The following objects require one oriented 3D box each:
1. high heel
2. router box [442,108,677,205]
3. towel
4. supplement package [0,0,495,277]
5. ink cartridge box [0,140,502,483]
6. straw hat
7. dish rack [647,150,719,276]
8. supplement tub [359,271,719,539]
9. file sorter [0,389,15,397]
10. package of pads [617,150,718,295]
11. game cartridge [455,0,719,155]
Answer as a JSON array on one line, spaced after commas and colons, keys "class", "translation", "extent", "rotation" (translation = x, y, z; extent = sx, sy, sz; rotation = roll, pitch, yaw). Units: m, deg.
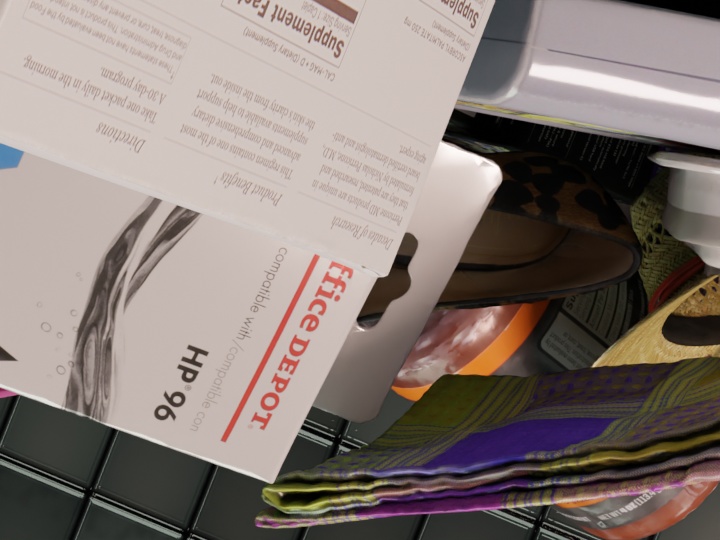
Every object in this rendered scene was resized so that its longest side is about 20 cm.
[{"class": "high heel", "translation": [0.000, 0.000, 0.895], "extent": [0.142, 0.072, 0.200], "rotation": [20, -145, 35]}, {"class": "router box", "translation": [0.017, -0.087, 1.052], "extent": [0.200, 0.051, 0.149], "rotation": [20, 180, 44]}, {"class": "towel", "translation": [0.077, 0.049, 0.842], "extent": [0.200, 0.023, 0.144], "rotation": [-10, -171, 36]}, {"class": "supplement package", "translation": [-0.076, -0.087, 0.550], "extent": [0.155, 0.111, 0.200], "rotation": [22, 180, 24]}, {"class": "ink cartridge box", "translation": [-0.060, -0.010, 0.809], "extent": [0.200, 0.116, 0.068], "rotation": [20, -157, -16]}, {"class": "straw hat", "translation": [0.156, -0.008, 1.001], "extent": [0.201, 0.201, 0.085], "rotation": [20, -138, -56]}, {"class": "dish rack", "translation": [0.175, -0.005, 0.800], "extent": [0.171, 0.044, 0.200], "rotation": [9, -176, 5]}, {"class": "supplement tub", "translation": [0.068, 0.027, 1.070], "extent": [0.200, 0.107, 0.107], "rotation": [37, 173, -30]}, {"class": "file sorter", "translation": [-0.157, -0.055, 1.116], "extent": [0.139, 0.126, 0.200], "rotation": [-9, -131, -34]}, {"class": "package of pads", "translation": [0.139, -0.029, 1.190], "extent": [0.120, 0.076, 0.200], "rotation": [23, -179, 15]}, {"class": "game cartridge", "translation": [0.069, -0.059, 0.751], "extent": [0.133, 0.041, 0.200], "rotation": [13, -178, -11]}]
